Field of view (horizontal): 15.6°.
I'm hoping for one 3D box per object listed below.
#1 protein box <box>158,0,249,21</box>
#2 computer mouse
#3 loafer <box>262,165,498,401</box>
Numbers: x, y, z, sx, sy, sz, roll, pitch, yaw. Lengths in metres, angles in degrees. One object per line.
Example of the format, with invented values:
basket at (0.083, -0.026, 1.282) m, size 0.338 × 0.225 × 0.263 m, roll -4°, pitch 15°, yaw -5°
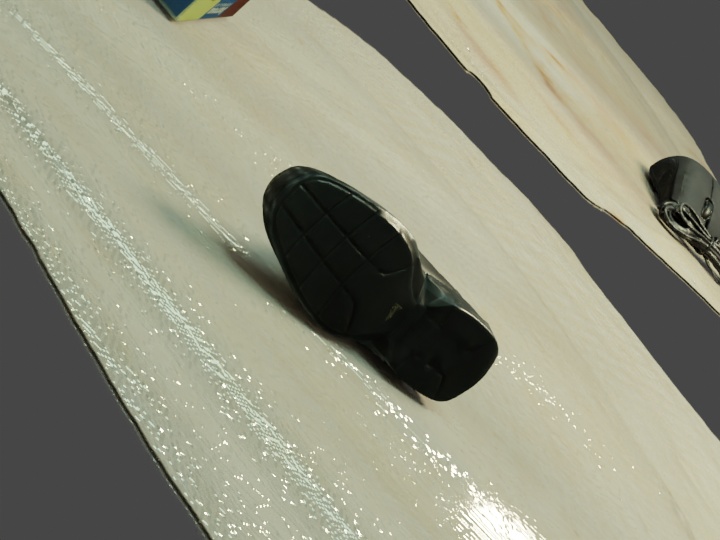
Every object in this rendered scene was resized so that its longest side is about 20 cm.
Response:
protein box at (-0.090, -0.299, 1.687) m, size 0.199 × 0.200 × 0.135 m, roll 50°, pitch 14°, yaw 3°
computer mouse at (0.355, -0.065, 2.740) m, size 0.138 × 0.053 × 0.200 m, roll 43°, pitch 16°, yaw -22°
loafer at (0.000, 0.000, 1.475) m, size 0.200 × 0.073 × 0.072 m, roll 49°, pitch 2°, yaw -44°
